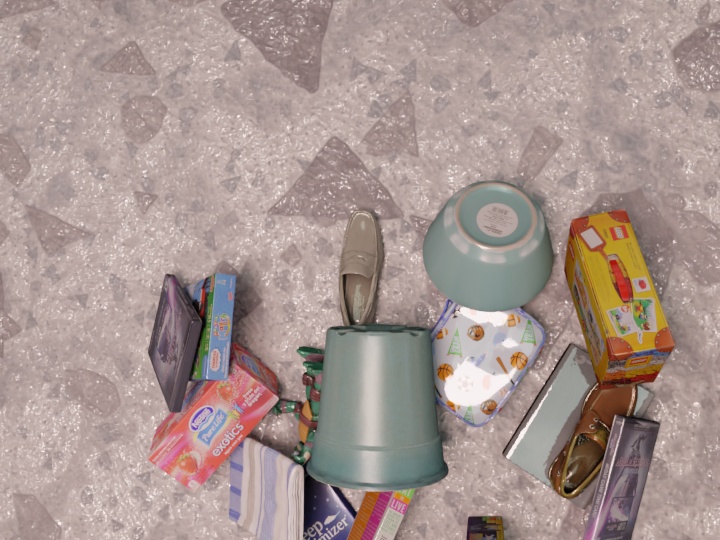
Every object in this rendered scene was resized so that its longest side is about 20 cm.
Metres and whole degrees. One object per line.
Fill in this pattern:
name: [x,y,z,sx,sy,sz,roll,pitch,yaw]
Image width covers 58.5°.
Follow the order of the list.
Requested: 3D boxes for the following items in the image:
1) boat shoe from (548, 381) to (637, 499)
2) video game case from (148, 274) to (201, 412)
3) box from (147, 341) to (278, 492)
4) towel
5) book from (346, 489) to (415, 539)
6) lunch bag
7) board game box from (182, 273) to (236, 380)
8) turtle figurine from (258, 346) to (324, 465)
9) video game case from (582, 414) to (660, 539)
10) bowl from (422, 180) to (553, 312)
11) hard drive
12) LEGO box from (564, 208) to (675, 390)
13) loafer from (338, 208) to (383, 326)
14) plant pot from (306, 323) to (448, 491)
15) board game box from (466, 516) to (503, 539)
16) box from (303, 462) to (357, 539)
boat shoe: [0.338,0.234,0.910,0.072,0.068,0.201,27,89,12]
video game case: [-0.291,0.106,0.995,0.019,0.200,0.144,10,104,-29]
box: [-0.228,0.226,1.010,0.095,0.103,0.200,41,93,-16]
towel: [-0.147,0.337,0.970,0.199,0.024,0.148,6,95,51]
book: [0.017,0.381,0.925,0.048,0.134,0.201,28,75,-2]
lunch bag: [0.176,0.122,0.979,0.160,0.076,0.201,35,91,15]
board game box: [-0.248,0.094,0.995,0.036,0.200,0.153,9,76,-30]
turtle figurine: [-0.088,0.230,1.004,0.149,0.100,0.202,26,107,53]
video game case: [0.366,0.306,0.904,0.019,0.142,0.202,14,87,44]
bowl: [0.190,-0.053,0.940,0.199,0.105,0.202,-2,59,3]
hard drive: [0.324,0.231,0.965,0.139,0.033,0.201,32,90,11]
LEGO box: [0.347,0.043,0.887,0.077,0.149,0.201,-11,61,7]
loafer: [0.000,0.000,1.021,0.069,0.070,0.202,-1,85,9]
plant pot: [0.024,0.178,0.901,0.198,0.200,0.198,0,89,9]
board game box: [0.177,0.450,0.885,0.056,0.200,0.167,-5,83,10]
box: [-0.066,0.404,1.016,0.121,0.032,0.200,-40,79,4]
